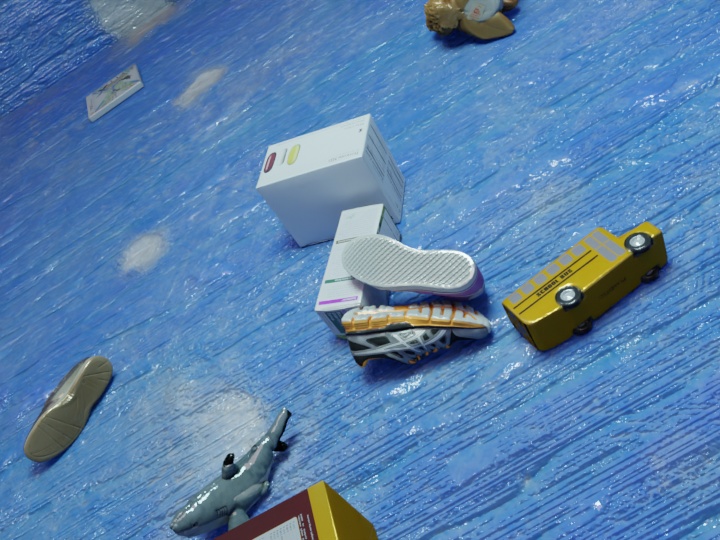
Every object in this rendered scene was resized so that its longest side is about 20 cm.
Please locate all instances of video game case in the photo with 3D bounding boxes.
[{"bbox_3d":[-0.786,-0.570,2.137,0.200,0.022,0.182,-34,41,1],"label":"video game case"}]

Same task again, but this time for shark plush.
[{"bbox_3d":[-0.154,0.270,0.873,0.200,0.083,0.091,-42,41,-8],"label":"shark plush"}]

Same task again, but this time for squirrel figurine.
[{"bbox_3d":[0.219,-0.562,1.373,0.199,0.142,0.187,-14,39,19],"label":"squirrel figurine"}]

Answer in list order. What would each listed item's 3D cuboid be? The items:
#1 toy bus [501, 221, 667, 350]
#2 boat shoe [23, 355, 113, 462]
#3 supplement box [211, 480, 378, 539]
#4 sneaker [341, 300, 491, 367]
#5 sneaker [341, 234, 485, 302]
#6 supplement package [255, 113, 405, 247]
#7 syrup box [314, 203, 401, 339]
[{"bbox_3d":[0.282,0.014,0.838,0.200,0.065,0.078,-38,39,-2],"label":"toy bus"},{"bbox_3d":[-0.509,0.236,1.161,0.065,0.072,0.201,-2,53,48],"label":"boat shoe"},{"bbox_3d":[-0.072,0.369,0.687,0.199,0.133,0.198,-30,41,6],"label":"supplement box"},{"bbox_3d":[0.076,0.087,0.906,0.199,0.078,0.078,-3,11,12],"label":"sneaker"},{"bbox_3d":[0.077,0.007,0.942,0.200,0.114,0.073,14,82,26],"label":"sneaker"},{"bbox_3d":[-0.047,-0.148,1.140,0.199,0.156,0.111,-13,46,23],"label":"supplement package"},{"bbox_3d":[0.000,0.000,1.028,0.081,0.079,0.201,-8,48,27],"label":"syrup box"}]
